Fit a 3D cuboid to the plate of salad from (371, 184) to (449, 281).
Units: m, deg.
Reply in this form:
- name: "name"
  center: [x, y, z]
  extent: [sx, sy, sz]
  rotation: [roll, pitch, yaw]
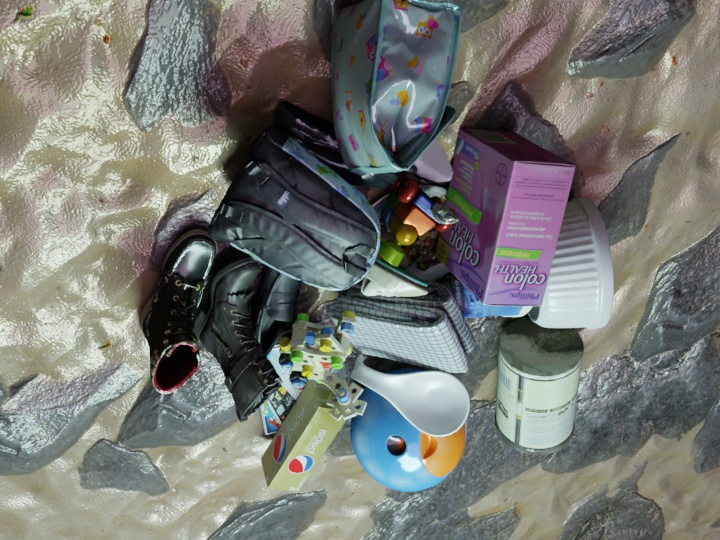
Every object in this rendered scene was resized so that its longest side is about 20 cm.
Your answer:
- name: "plate of salad"
  center: [0.079, -0.039, 1.328]
  extent: [0.197, 0.048, 0.202]
  rotation: [-10, 129, -12]

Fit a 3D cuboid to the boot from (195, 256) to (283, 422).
- name: "boot"
  center: [-0.161, 0.099, 1.263]
  extent: [0.069, 0.175, 0.201]
  rotation: [-10, 143, -43]

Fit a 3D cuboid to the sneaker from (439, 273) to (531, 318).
- name: "sneaker"
  center: [0.182, 0.038, 1.351]
  extent: [0.110, 0.200, 0.078]
  rotation: [-2, 84, -21]

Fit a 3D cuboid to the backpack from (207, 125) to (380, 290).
- name: "backpack"
  center: [-0.065, -0.065, 1.106]
  extent: [0.198, 0.154, 0.164]
  rotation: [31, 103, 1]

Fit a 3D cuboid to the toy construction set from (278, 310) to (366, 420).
- name: "toy construction set"
  center: [-0.053, 0.138, 1.313]
  extent: [0.129, 0.093, 0.202]
  rotation: [-2, 133, 12]

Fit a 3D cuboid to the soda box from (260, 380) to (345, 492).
- name: "soda box"
  center: [-0.094, 0.277, 1.461]
  extent: [0.063, 0.068, 0.201]
  rotation: [14, 122, -29]

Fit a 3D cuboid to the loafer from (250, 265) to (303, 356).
- name: "loafer"
  center: [-0.120, 0.046, 1.304]
  extent: [0.067, 0.071, 0.202]
  rotation: [-1, 131, -43]

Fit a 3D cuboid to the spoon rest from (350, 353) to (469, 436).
- name: "spoon rest"
  center: [0.074, 0.188, 1.358]
  extent: [0.197, 0.061, 0.101]
  rotation: [20, 96, 14]

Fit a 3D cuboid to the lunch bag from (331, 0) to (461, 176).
- name: "lunch bag"
  center: [0.033, -0.214, 1.044]
  extent: [0.120, 0.170, 0.204]
  rotation: [4, 94, -22]

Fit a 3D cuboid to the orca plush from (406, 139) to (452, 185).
- name: "orca plush"
  center: [0.038, -0.176, 1.190]
  extent: [0.199, 0.107, 0.071]
  rotation: [25, 148, -37]

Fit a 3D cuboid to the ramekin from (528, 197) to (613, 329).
- name: "ramekin"
  center: [0.307, -0.007, 1.340]
  extent: [0.103, 0.202, 0.202]
  rotation: [-7, 130, -1]

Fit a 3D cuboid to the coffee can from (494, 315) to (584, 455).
- name: "coffee can"
  center: [0.311, 0.202, 1.536]
  extent: [0.144, 0.147, 0.202]
  rotation: [-13, 131, -9]

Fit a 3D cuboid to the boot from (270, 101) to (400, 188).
- name: "boot"
  center: [-0.067, -0.115, 1.194]
  extent: [0.198, 0.077, 0.169]
  rotation: [23, 114, -25]

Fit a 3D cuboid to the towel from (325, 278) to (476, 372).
- name: "towel"
  center: [0.065, 0.077, 1.333]
  extent: [0.197, 0.087, 0.166]
  rotation: [9, 154, 26]

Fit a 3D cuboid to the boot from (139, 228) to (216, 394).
- name: "boot"
  center: [-0.249, 0.058, 1.222]
  extent: [0.072, 0.151, 0.201]
  rotation: [21, 119, -31]

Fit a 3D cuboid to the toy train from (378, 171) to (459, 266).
- name: "toy train"
  center: [0.066, -0.054, 1.182]
  extent: [0.084, 0.200, 0.116]
  rotation: [35, 99, -19]

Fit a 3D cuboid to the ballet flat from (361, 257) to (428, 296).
- name: "ballet flat"
  center: [0.000, 0.000, 1.242]
  extent: [0.198, 0.067, 0.063]
  rotation: [29, 97, 0]

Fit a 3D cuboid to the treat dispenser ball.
- name: "treat dispenser ball"
  center: [0.080, 0.267, 1.472]
  extent: [0.198, 0.202, 0.203]
  rotation: [-10, 130, -11]

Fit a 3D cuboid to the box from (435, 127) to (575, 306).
- name: "box"
  center: [0.195, -0.078, 1.223]
  extent: [0.095, 0.176, 0.203]
  rotation: [1, 113, -20]

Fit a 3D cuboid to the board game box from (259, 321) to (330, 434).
- name: "board game box"
  center: [-0.112, 0.181, 1.446]
  extent: [0.124, 0.035, 0.202]
  rotation: [-13, 131, -11]
